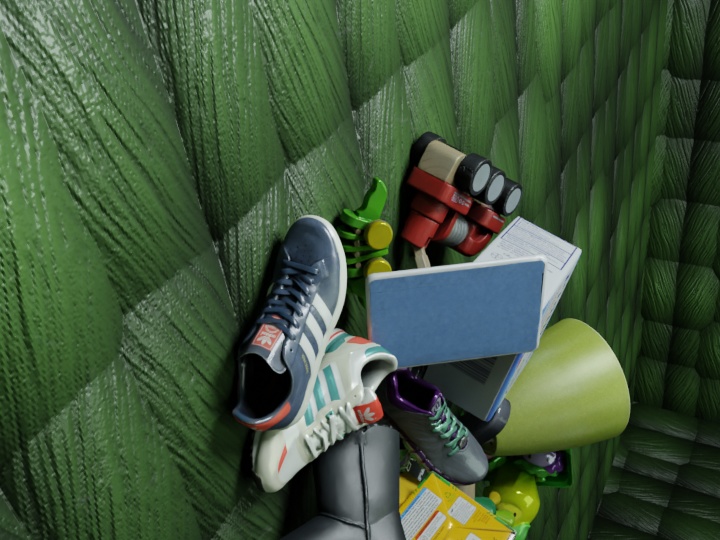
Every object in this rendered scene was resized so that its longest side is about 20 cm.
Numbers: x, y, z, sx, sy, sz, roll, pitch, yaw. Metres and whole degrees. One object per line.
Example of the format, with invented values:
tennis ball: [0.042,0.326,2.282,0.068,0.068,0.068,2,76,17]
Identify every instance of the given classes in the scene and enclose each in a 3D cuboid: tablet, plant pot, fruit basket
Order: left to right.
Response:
tablet: [0.104,0.048,0.831,0.014,0.196,0.132,-102,-173,-56]
fruit basket: [0.245,0.328,1.243,0.217,0.212,0.157,-57,145,-34]
plant pot: [0.259,0.193,1.125,0.197,0.187,0.190,-18,122,-20]

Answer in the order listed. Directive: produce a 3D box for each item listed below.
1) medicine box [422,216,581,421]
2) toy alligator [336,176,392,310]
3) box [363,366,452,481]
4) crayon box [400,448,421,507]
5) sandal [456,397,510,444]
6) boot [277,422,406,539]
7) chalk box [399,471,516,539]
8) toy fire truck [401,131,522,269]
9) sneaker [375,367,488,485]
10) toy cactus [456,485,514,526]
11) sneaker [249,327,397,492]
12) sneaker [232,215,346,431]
medicine box: [0.186,0.058,0.990,0.200,0.102,0.185,-37,150,-52]
toy alligator: [0.000,0.000,0.825,0.053,0.059,0.204,-6,115,-16]
box: [0.074,0.182,1.034,0.202,0.043,0.161,-63,148,-28]
crayon box: [0.017,0.317,0.914,0.125,0.051,0.203,18,100,-62]
sandal: [0.145,0.238,1.059,0.200,0.042,0.077,-42,-161,49]
boot: [-0.043,0.245,0.793,0.077,0.196,0.171,119,-33,-57]
chalk box: [0.091,0.364,0.898,0.124,0.123,0.202,-40,147,-35]
toy fire truck: [0.116,-0.045,0.973,0.175,0.128,0.203,17,103,-58]
sneaker: [0.088,0.186,0.907,0.199,0.087,0.075,40,61,-9]
toy cactus: [0.135,0.339,1.083,0.103,0.196,0.168,-91,-172,-58]
sneaker: [-0.031,0.142,0.768,0.201,0.092,0.071,-53,143,-39]
sneaker: [-0.068,0.049,0.684,0.084,0.074,0.204,6,95,-66]
